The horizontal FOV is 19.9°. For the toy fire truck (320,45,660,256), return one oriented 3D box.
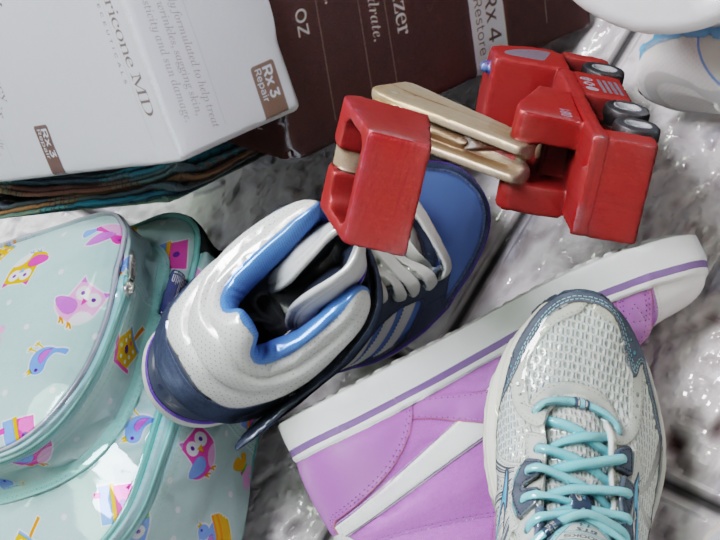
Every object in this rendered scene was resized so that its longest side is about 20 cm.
[{"bbox_3d":[0.054,-0.057,0.885,0.200,0.140,0.049,-98,19,-69],"label":"toy fire truck"}]

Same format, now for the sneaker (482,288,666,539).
[{"bbox_3d":[0.087,0.102,0.796,0.086,0.077,0.201,112,164,-76],"label":"sneaker"}]

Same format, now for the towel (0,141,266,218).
[{"bbox_3d":[-0.083,-0.070,1.057,0.146,0.022,0.200,-4,18,40],"label":"towel"}]

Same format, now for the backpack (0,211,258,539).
[{"bbox_3d":[-0.139,0.079,1.000,0.175,0.153,0.201,-13,60,29],"label":"backpack"}]

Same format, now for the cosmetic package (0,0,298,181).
[{"bbox_3d":[-0.122,-0.101,0.939,0.074,0.102,0.200,-27,13,-32],"label":"cosmetic package"}]

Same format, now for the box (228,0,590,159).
[{"bbox_3d":[-0.021,-0.174,0.997,0.199,0.167,0.164,-27,28,-33],"label":"box"}]

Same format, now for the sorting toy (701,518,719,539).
[{"bbox_3d":[0.169,0.128,0.741,0.180,0.106,0.201,-48,37,34],"label":"sorting toy"}]

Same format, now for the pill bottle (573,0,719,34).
[{"bbox_3d":[0.147,-0.183,0.894,0.114,0.115,0.200,-26,13,26],"label":"pill bottle"}]

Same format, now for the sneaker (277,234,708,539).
[{"bbox_3d":[0.077,0.069,0.881,0.200,0.073,0.115,-29,84,-3],"label":"sneaker"}]

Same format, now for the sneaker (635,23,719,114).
[{"bbox_3d":[0.188,-0.063,0.864,0.199,0.075,0.087,8,83,52],"label":"sneaker"}]

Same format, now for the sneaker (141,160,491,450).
[{"bbox_3d":[0.000,0.000,0.900,0.199,0.081,0.146,-31,-2,-24],"label":"sneaker"}]
